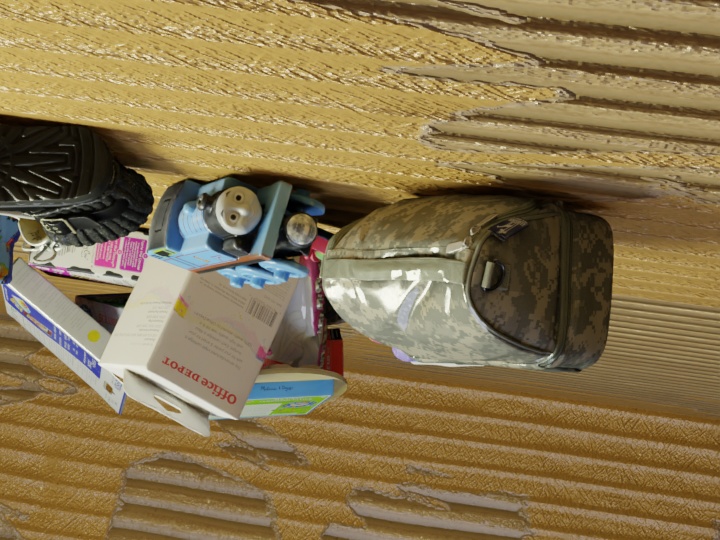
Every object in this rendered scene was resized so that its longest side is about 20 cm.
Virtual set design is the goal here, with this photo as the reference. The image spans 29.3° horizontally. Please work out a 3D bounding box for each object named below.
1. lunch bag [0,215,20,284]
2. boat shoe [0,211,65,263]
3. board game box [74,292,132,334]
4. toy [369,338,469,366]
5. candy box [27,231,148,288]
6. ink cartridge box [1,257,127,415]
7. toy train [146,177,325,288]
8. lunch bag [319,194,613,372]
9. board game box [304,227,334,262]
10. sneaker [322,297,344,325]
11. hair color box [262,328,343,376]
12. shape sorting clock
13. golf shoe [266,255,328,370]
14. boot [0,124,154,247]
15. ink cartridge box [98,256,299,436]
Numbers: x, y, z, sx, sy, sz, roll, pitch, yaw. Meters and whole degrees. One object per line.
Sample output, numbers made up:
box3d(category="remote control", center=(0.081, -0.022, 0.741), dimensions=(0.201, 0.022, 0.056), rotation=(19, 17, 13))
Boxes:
box3d(category="lunch bag", center=(-0.489, -0.060, 1.494), dimensions=(0.199, 0.095, 0.151), rotation=(16, 177, 18))
box3d(category="boat shoe", center=(-0.305, -0.048, 1.328), dimensions=(0.074, 0.087, 0.202), rotation=(4, 171, 28))
box3d(category="board game box", center=(-0.225, 0.056, 1.709), dimensions=(0.199, 0.041, 0.199), rotation=(-3, -173, -34))
box3d(category="toy", center=(0.036, 0.056, 1.519), dimensions=(0.115, 0.047, 0.200), rotation=(-1, 136, 47))
box3d(category="candy box", center=(-0.283, -0.013, 1.642), dimensions=(0.199, 0.061, 0.136), rotation=(8, 174, -2))
box3d(category="ink cartridge box", center=(-0.352, 0.083, 1.686), dimensions=(0.200, 0.047, 0.198), rotation=(39, 161, -1))
box3d(category="toy train", center=(-0.113, -0.036, 1.234), dimensions=(0.114, 0.087, 0.200), rotation=(19, 169, -24))
box3d(category="lunch bag", center=(0.085, 0.008, 1.109), dimensions=(0.167, 0.140, 0.199), rotation=(7, 176, -41))
box3d(category="board game box", center=(0.000, 0.000, 1.300), dimensions=(0.157, 0.039, 0.200), rotation=(22, -177, -25))
box3d(category="sneaker", center=(-0.006, 0.037, 1.688), dimensions=(0.199, 0.075, 0.087), rotation=(7, 178, 18))
box3d(category="hair color box", center=(-0.122, 0.109, 1.722), dimensions=(0.199, 0.062, 0.102), rotation=(-1, -175, -3))
box3d(category="shape sorting clock", center=(-0.115, 0.144, 1.634), dimensions=(0.199, 0.039, 0.200), rotation=(-6, 165, -2))
box3d(category="golf shoe", center=(-0.082, 0.048, 1.588), dimensions=(0.091, 0.076, 0.201), rotation=(7, 137, 4))
box3d(category="boot", center=(-0.289, -0.073, 1.160), dimensions=(0.210, 0.080, 0.158), rotation=(7, 172, 4))
box3d(category="ink cartridge box", center=(-0.181, 0.066, 1.494), dimensions=(0.128, 0.201, 0.125), rotation=(34, 161, -29))
